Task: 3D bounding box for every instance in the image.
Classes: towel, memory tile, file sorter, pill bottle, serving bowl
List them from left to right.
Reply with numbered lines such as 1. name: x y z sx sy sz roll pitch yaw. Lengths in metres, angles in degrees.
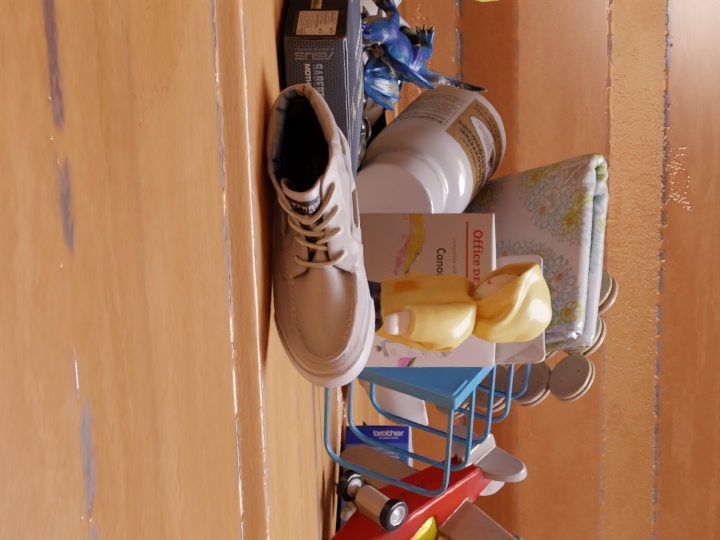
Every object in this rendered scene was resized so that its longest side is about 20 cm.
1. serving bowl: 0.022 0.074 1.768 0.200 0.066 0.201 -11 90 -88
2. pill bottle: 0.064 -0.102 1.638 0.200 0.114 0.115 -48 141 -56
3. file sorter: 0.067 0.102 1.548 0.200 0.139 0.123 -41 141 -51
4. memory tile: 0.168 0.075 1.675 0.017 0.200 0.154 38 55 -34
5. towel: 0.172 -0.009 1.657 0.048 0.171 0.200 22 68 -40

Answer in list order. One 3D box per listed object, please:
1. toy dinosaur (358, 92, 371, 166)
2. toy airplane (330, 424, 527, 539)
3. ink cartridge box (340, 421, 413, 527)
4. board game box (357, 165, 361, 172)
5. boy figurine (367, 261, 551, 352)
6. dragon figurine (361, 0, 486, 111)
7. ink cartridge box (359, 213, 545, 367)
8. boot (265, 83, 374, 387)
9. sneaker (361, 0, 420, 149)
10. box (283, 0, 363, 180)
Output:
1. toy dinosaur: -0.015 -0.119 1.532 0.200 0.047 0.088 -75 171 -63
2. toy airplane: 0.068 0.239 1.584 0.200 0.199 0.141 -84 176 -64
3. ink cartridge box: 0.020 0.257 1.745 0.137 0.076 0.200 86 7 -49
4. board game box: -0.004 -0.079 1.796 0.200 0.032 0.120 -36 130 -85
5. boy figurine: 0.042 0.024 1.219 0.124 0.199 0.065 -63 153 -74
6. dragon figurine: 0.034 -0.189 1.523 0.200 0.059 0.100 39 42 -35
7. ink cartridge box: 0.053 0.015 1.357 0.068 0.199 0.117 84 7 -56
8. boot: -0.036 -0.026 1.122 0.096 0.073 0.200 66 15 -65
9. sneaker: 0.023 -0.201 1.637 0.200 0.088 0.074 79 8 -46
10. box: -0.026 -0.160 1.309 0.200 0.051 0.158 -85 174 -55
